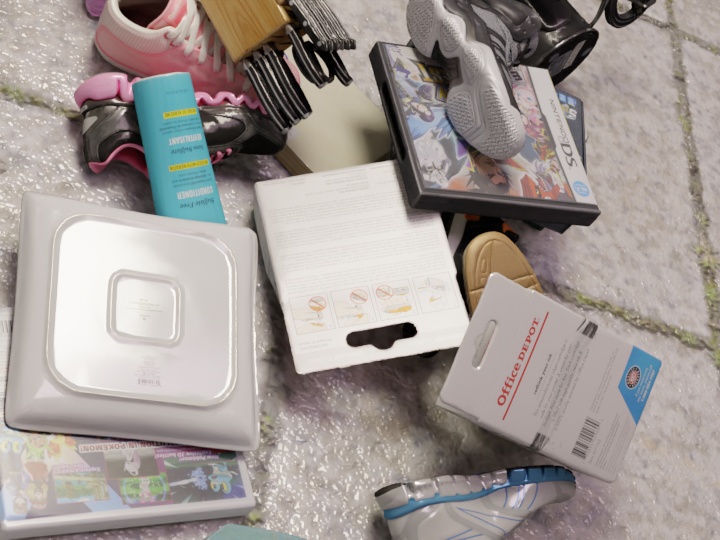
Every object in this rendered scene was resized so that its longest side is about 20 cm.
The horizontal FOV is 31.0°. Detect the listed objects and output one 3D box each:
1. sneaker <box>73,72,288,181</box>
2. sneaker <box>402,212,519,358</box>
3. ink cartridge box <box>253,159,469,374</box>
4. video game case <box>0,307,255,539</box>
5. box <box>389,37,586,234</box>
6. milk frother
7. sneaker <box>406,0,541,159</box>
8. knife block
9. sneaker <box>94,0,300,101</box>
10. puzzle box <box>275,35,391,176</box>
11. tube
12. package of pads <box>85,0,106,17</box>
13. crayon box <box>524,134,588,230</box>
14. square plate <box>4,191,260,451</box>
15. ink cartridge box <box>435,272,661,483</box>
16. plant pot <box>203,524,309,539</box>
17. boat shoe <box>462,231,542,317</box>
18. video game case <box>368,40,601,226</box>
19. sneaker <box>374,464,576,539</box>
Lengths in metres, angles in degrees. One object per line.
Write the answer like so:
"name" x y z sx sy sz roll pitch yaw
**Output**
"sneaker" -0.159 -0.113 1.164 0.198 0.079 0.096 5 71 -24
"sneaker" 0.103 0.011 1.221 0.089 0.070 0.201 26 46 -8
"ink cartridge box" 0.000 0.000 1.143 0.159 0.050 0.201 -9 61 -9
"video game case" -0.192 0.110 1.001 0.199 0.023 0.183 1 57 -31
"box" 0.130 -0.140 1.292 0.199 0.051 0.159 21 49 -16
"milk frother" 0.208 -0.326 1.457 0.199 0.181 0.189 -25 73 -37
"sneaker" 0.128 -0.192 1.206 0.113 0.076 0.201 -8 58 -31
"knife block" -0.096 -0.224 1.161 0.199 0.177 0.064 19 17 26
"sneaker" -0.145 -0.204 1.186 0.199 0.105 0.076 18 70 -7
"puzzle box" -0.062 -0.169 1.286 0.200 0.025 0.133 47 47 8
"tube" -0.149 -0.065 1.107 0.077 0.050 0.202 -15 94 -32
"package of pads" -0.224 -0.348 1.254 0.075 0.121 0.201 7 54 -22
"crayon box" 0.135 -0.146 1.371 0.199 0.051 0.127 33 47 -7
"square plate" -0.170 0.035 1.016 0.198 0.028 0.200 9 60 -22
"ink cartridge box" 0.143 0.086 1.077 0.199 0.068 0.117 28 83 -29
"plant pot" -0.069 0.287 0.840 0.200 0.196 0.196 41 45 16
"boat shoe" 0.132 0.064 1.169 0.073 0.069 0.202 -20 93 -18
"video game case" 0.117 -0.129 1.223 0.198 0.026 0.182 5 55 -28
"sneaker" 0.102 0.211 1.085 0.199 0.075 0.087 -3 77 -32
